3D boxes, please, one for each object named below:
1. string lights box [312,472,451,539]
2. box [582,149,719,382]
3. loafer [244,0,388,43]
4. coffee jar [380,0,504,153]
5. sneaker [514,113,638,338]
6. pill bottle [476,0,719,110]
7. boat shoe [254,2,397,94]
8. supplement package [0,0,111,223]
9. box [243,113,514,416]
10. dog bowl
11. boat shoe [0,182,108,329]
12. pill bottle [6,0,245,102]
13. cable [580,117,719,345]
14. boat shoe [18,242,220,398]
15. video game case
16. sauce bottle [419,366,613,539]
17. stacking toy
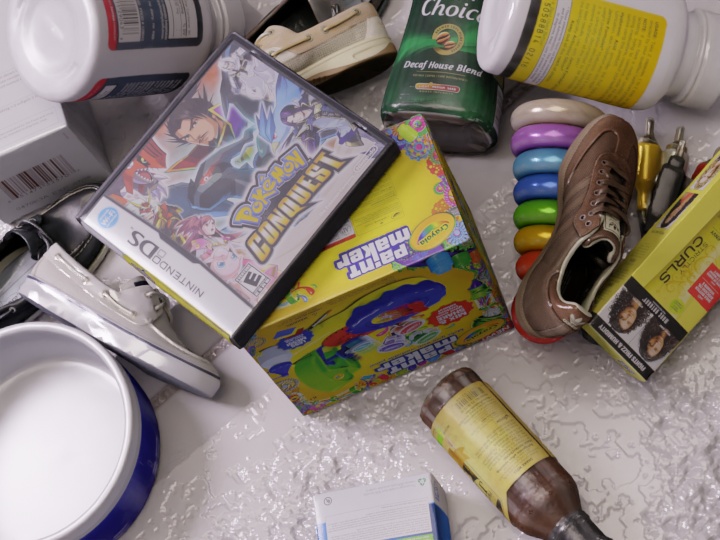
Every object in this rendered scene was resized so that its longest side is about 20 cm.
[{"bbox_3d":[0.026,0.272,1.573,0.102,0.059,0.202,-12,66,11],"label":"string lights box"},{"bbox_3d":[0.266,-0.009,1.604,0.075,0.050,0.200,44,85,-12],"label":"box"},{"bbox_3d":[-0.049,-0.221,1.788,0.200,0.063,0.072,-44,65,-4],"label":"loafer"},{"bbox_3d":[0.085,-0.209,1.734,0.103,0.085,0.202,6,70,16],"label":"coffee jar"},{"bbox_3d":[0.193,-0.035,1.590,0.075,0.070,0.201,-5,59,58],"label":"sneaker"},{"bbox_3d":[0.205,-0.197,1.651,0.198,0.111,0.112,13,70,-10],"label":"pill bottle"},{"bbox_3d":[-0.067,-0.179,1.738,0.198,0.072,0.065,-22,78,-13],"label":"boat shoe"},{"bbox_3d":[-0.321,-0.167,1.811,0.116,0.117,0.201,-23,65,6],"label":"supplement package"},{"bbox_3d":[0.000,0.000,1.615,0.198,0.193,0.123,-23,64,6],"label":"box"},{"bbox_3d":[-0.275,0.151,1.693,0.198,0.079,0.202,-5,68,13],"label":"dog bowl"},{"bbox_3d":[-0.297,-0.009,1.769,0.199,0.066,0.075,-42,63,-4],"label":"boat shoe"},{"bbox_3d":[-0.201,-0.213,1.745,0.119,0.199,0.121,7,101,39],"label":"pill bottle"},{"bbox_3d":[0.251,-0.024,1.653,0.096,0.050,0.202,21,87,4],"label":"cable"},{"bbox_3d":[-0.198,0.039,1.713,0.199,0.071,0.070,28,80,16],"label":"boat shoe"},{"bbox_3d":[-0.097,-0.067,1.549,0.180,0.026,0.200,35,81,26],"label":"video game case"},{"bbox_3d":[0.129,0.166,1.584,0.065,0.065,0.200,-40,63,-3],"label":"sauce bottle"},{"bbox_3d":[0.161,-0.037,1.657,0.085,0.085,0.202,2,77,16],"label":"stacking toy"}]
